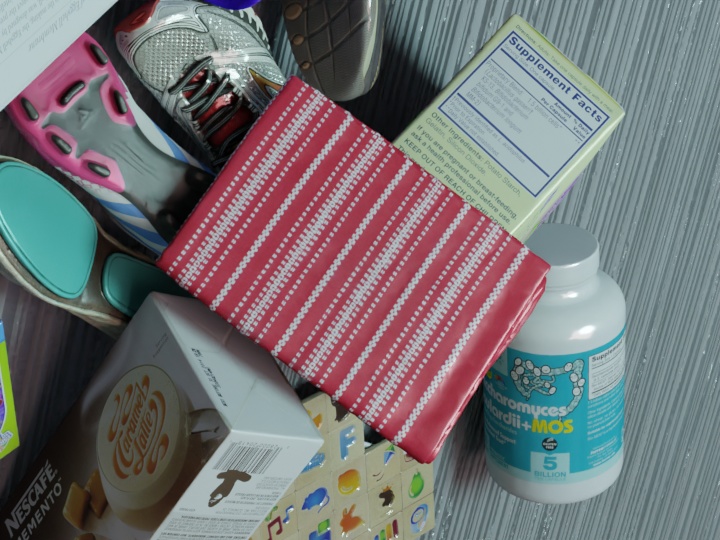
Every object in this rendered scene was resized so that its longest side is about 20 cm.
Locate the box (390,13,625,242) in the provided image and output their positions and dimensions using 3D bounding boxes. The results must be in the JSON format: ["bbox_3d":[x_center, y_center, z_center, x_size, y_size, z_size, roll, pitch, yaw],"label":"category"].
[{"bbox_3d":[0.056,-0.038,1.147,0.200,0.097,0.176,-46,173,-17],"label":"box"}]

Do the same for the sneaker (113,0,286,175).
[{"bbox_3d":[-0.070,-0.097,1.051,0.077,0.083,0.200,-32,138,18],"label":"sneaker"}]

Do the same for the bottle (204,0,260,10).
[{"bbox_3d":[-0.059,-0.252,0.994,0.083,0.065,0.202,24,74,-22],"label":"bottle"}]

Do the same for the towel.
[{"bbox_3d":[0.000,0.000,1.016,0.199,0.022,0.145,37,74,-6],"label":"towel"}]

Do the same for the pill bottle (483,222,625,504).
[{"bbox_3d":[0.147,0.069,1.337,0.110,0.110,0.202,-25,124,-34],"label":"pill bottle"}]

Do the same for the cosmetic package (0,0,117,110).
[{"bbox_3d":[-0.217,-0.181,0.806,0.200,0.122,0.202,-57,145,-52],"label":"cosmetic package"}]

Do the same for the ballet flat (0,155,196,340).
[{"bbox_3d":[-0.173,0.000,1.029,0.200,0.062,0.068,41,52,-45],"label":"ballet flat"}]

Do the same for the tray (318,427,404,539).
[{"bbox_3d":[-0.054,0.158,1.249,0.199,0.022,0.108,23,93,-47],"label":"tray"}]

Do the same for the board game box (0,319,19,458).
[{"bbox_3d":[-0.282,0.104,0.949,0.199,0.045,0.135,-36,156,-26],"label":"board game box"}]

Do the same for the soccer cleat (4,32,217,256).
[{"bbox_3d":[-0.151,-0.070,1.021,0.200,0.086,0.070,46,69,-21],"label":"soccer cleat"}]

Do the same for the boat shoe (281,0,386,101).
[{"bbox_3d":[0.000,-0.206,1.077,0.073,0.074,0.202,-13,107,-48],"label":"boat shoe"}]

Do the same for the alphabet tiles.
[{"bbox_3d":[-0.022,0.158,1.259,0.199,0.008,0.169,-24,125,-34],"label":"alphabet tiles"}]

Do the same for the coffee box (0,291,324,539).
[{"bbox_3d":[-0.126,0.128,1.050,0.079,0.115,0.201,11,125,-45],"label":"coffee box"}]
